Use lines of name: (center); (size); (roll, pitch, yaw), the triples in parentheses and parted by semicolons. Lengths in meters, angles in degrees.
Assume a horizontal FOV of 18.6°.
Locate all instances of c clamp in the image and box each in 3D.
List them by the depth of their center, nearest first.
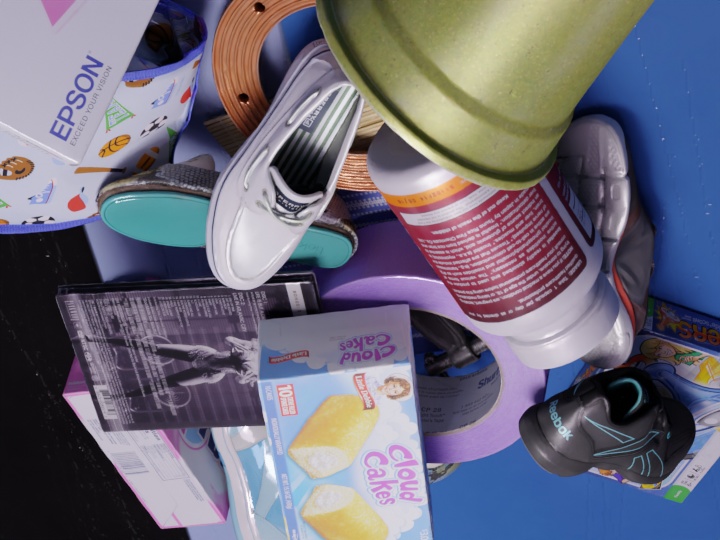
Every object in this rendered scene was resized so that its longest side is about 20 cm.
c clamp: (0.116, 0.023, 1.713); (0.199, 0.027, 0.171); (-33, 121, 28)

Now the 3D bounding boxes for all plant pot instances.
plant pot: (0.104, -0.186, 1.381); (0.200, 0.201, 0.184); (31, 125, -22)

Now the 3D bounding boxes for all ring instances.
ring: (-0.008, -0.138, 1.559); (0.199, 0.019, 0.202); (8, 133, 8)

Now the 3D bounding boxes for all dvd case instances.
dvd case: (-0.119, 0.063, 1.674); (0.198, 0.016, 0.149); (-3, 131, 12)

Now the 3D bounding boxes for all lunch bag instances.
lunch bag: (-0.217, -0.119, 1.562); (0.198, 0.125, 0.171); (-3, 144, -20)

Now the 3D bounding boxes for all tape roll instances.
tape roll: (0.048, 0.057, 1.688); (0.198, 0.066, 0.201); (8, 133, 8)

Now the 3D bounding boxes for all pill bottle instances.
pill bottle: (0.098, -0.030, 1.535); (0.112, 0.113, 0.201); (-18, 123, 30)

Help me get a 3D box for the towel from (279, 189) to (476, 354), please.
towel: (0.000, 0.000, 1.738); (0.144, 0.024, 0.201); (-9, 134, 25)

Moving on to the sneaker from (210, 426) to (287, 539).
sneaker: (-0.050, 0.145, 1.832); (0.129, 0.080, 0.201); (0, 120, 20)

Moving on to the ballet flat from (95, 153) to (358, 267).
ballet flat: (-0.099, -0.049, 1.617); (0.199, 0.073, 0.072); (10, 142, -18)

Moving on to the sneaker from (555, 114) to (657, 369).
sneaker: (0.181, -0.030, 1.629); (0.077, 0.082, 0.202); (16, 124, 31)

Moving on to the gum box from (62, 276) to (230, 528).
gum box: (-0.168, 0.109, 1.826); (0.066, 0.114, 0.201); (-7, 137, 22)

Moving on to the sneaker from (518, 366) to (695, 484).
sneaker: (0.207, 0.116, 1.676); (0.199, 0.076, 0.079); (1, 144, -51)

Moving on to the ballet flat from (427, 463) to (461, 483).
ballet flat: (0.025, 0.141, 1.800); (0.199, 0.075, 0.074); (-3, 152, -38)

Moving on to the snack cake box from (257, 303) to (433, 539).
snack cake box: (-0.009, 0.124, 1.658); (0.114, 0.067, 0.201); (-6, 131, 3)

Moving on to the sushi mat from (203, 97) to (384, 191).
sushi mat: (-0.010, -0.102, 1.613); (0.199, 0.012, 0.096); (-16, 124, 28)

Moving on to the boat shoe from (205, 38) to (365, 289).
boat shoe: (-0.054, -0.065, 1.534); (0.073, 0.067, 0.201); (13, 116, -20)

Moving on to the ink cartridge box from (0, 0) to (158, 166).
ink cartridge box: (-0.230, -0.199, 1.429); (0.199, 0.198, 0.043); (27, 173, -19)

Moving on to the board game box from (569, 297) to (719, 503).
board game box: (0.243, 0.107, 1.791); (0.134, 0.035, 0.201); (18, 140, -8)
